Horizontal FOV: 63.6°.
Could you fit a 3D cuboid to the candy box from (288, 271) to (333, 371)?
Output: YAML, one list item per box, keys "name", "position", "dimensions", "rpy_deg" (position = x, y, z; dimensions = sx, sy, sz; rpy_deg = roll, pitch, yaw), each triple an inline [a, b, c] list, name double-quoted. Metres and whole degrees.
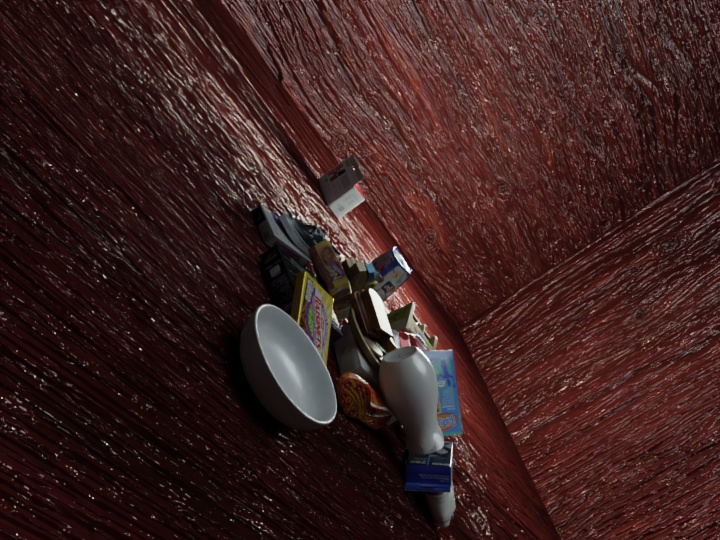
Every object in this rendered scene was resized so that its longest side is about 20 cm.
- name: "candy box"
  position: [-0.091, 0.111, 1.049]
  dimensions: [0.102, 0.026, 0.203]
  rpy_deg: [50, 34, -43]

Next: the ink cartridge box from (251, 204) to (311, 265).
- name: "ink cartridge box"
  position: [-0.175, -0.072, 1.357]
  dimensions: [0.199, 0.037, 0.096]
  rpy_deg: [36, 23, -58]

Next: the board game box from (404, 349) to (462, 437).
- name: "board game box"
  position: [0.167, 0.297, 1.398]
  dimensions: [0.149, 0.045, 0.205]
  rpy_deg: [4, 74, -33]

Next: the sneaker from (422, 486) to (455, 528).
- name: "sneaker"
  position: [0.169, 0.488, 1.277]
  dimensions: [0.200, 0.073, 0.102]
  rpy_deg: [-26, 103, -80]

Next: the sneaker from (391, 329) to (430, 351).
- name: "sneaker"
  position: [0.121, 0.250, 1.451]
  dimensions: [0.110, 0.071, 0.205]
  rpy_deg: [7, 69, -28]

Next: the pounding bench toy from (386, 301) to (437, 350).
- name: "pounding bench toy"
  position: [0.120, 0.223, 1.597]
  dimensions: [0.157, 0.123, 0.201]
  rpy_deg: [54, 28, -17]

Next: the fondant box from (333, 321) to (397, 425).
- name: "fondant box"
  position: [0.020, 0.233, 1.307]
  dimensions: [0.201, 0.058, 0.145]
  rpy_deg: [52, 12, -35]

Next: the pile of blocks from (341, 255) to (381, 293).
- name: "pile of blocks"
  position: [0.000, 0.000, 1.352]
  dimensions: [0.200, 0.081, 0.063]
  rpy_deg: [85, -21, -73]

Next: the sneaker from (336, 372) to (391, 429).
- name: "sneaker"
  position: [-0.005, 0.251, 1.150]
  dimensions: [0.077, 0.072, 0.201]
  rpy_deg: [51, -5, 41]

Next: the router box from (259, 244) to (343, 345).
- name: "router box"
  position: [-0.118, 0.055, 1.193]
  dimensions: [0.200, 0.050, 0.151]
  rpy_deg: [46, 15, -55]

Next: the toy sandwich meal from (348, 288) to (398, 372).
- name: "toy sandwich meal"
  position: [0.041, 0.139, 1.314]
  dimensions: [0.207, 0.069, 0.206]
  rpy_deg: [56, 11, -16]

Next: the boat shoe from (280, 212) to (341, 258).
- name: "boat shoe"
  position: [-0.114, -0.078, 1.379]
  dimensions: [0.200, 0.067, 0.072]
  rpy_deg: [48, 13, -40]

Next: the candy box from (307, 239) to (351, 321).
- name: "candy box"
  position: [-0.064, 0.028, 1.364]
  dimensions: [0.118, 0.056, 0.201]
  rpy_deg: [62, -6, 23]

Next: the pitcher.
- name: "pitcher"
  position: [0.109, 0.264, 1.240]
  dimensions: [0.172, 0.119, 0.204]
  rpy_deg: [-109, -178, -80]

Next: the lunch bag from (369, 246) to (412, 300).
- name: "lunch bag"
  position: [0.073, 0.019, 1.879]
  dimensions: [0.125, 0.169, 0.200]
  rpy_deg: [52, 9, 3]

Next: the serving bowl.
- name: "serving bowl"
  position: [-0.118, 0.153, 0.871]
  dimensions: [0.201, 0.065, 0.201]
  rpy_deg: [54, 13, -18]

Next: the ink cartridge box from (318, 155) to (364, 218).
- name: "ink cartridge box"
  position: [-0.059, -0.328, 2.255]
  dimensions: [0.084, 0.174, 0.202]
  rpy_deg: [47, 15, -39]

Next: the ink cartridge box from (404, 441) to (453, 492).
- name: "ink cartridge box"
  position: [0.151, 0.418, 1.255]
  dimensions: [0.200, 0.097, 0.040]
  rpy_deg: [-23, 112, -80]
